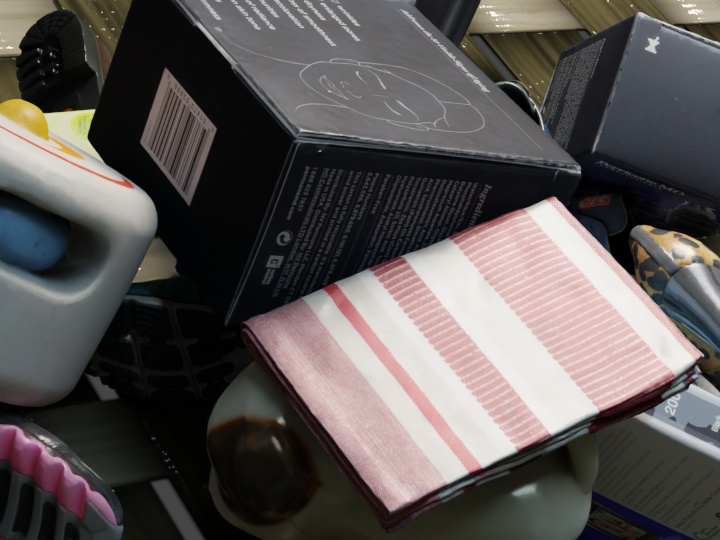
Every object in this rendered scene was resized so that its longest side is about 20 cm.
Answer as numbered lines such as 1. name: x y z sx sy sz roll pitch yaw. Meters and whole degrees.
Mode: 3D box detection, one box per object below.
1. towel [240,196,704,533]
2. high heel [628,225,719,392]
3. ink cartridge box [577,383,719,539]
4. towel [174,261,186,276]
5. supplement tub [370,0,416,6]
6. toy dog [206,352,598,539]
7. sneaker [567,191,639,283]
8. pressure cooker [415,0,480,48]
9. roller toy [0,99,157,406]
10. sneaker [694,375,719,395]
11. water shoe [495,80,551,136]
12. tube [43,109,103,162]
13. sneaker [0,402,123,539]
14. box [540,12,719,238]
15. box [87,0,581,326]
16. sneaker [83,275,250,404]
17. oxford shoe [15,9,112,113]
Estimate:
1. towel: 0.058 0.042 1.048 0.199 0.023 0.144 -22 53 -24
2. high heel: 0.245 0.043 1.358 0.143 0.071 0.200 52 4 29
3. ink cartridge box: 0.125 0.102 1.167 0.199 0.198 0.044 24 63 -2
4. towel: 0.000 0.000 1.282 0.199 0.050 0.148 -25 51 -15
5. supplement tub: -0.047 -0.133 1.337 0.122 0.201 0.123 16 35 -12
6. toy dog: 0.010 0.119 1.086 0.199 0.194 0.140 24 48 -14
7. sneaker: 0.145 -0.033 1.434 0.199 0.085 0.075 29 36 3
8. pressure cooker: 0.015 -0.234 1.444 0.178 0.201 0.176 39 40 18
9. roller toy: -0.206 -0.026 1.089 0.182 0.140 0.200 29 3 11
10. sneaker: 0.223 0.119 1.317 0.200 0.072 0.072 51 9 18
11. water shoe: 0.104 -0.099 1.410 0.071 0.079 0.200 -1 30 -6
12. tube: -0.217 -0.065 1.221 0.198 0.058 0.052 0 20 -2
13. sneaker: -0.207 0.085 1.094 0.199 0.079 0.095 31 25 4
14. box: 0.217 -0.098 1.457 0.147 0.105 0.200 20 -5 -8
15. box: -0.019 -0.068 1.161 0.196 0.124 0.200 2 32 -35
16. sneaker: -0.079 0.026 1.197 0.199 0.078 0.080 -2 40 -7
17. oxford shoe: -0.166 -0.067 1.294 0.084 0.072 0.201 41 36 -49
